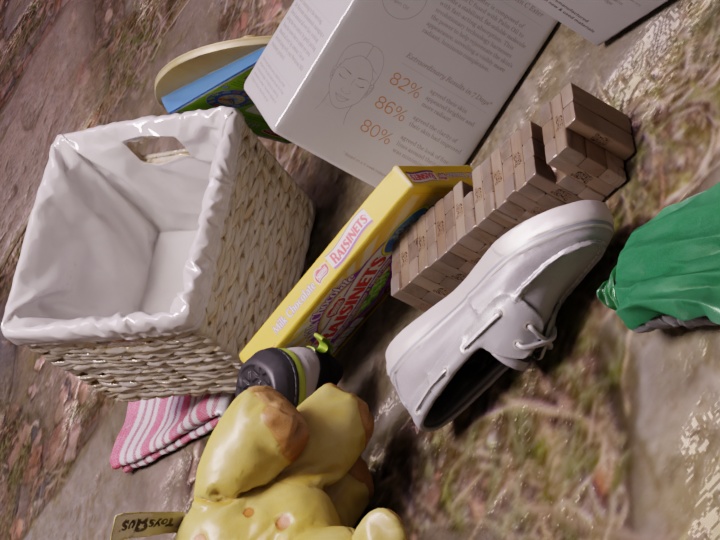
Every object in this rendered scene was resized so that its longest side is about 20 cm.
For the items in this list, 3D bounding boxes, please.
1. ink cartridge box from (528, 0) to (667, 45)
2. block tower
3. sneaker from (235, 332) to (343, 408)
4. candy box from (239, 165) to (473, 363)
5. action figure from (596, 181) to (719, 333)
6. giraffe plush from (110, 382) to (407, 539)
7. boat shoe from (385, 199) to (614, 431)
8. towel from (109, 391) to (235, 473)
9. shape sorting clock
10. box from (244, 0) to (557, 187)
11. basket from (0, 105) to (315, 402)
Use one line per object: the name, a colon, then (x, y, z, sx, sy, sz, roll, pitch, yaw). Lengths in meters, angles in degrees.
ink cartridge box: (0.202, -0.265, 1.058, 0.200, 0.084, 0.145, -30, 42, 47)
block tower: (0.096, -0.039, 1.082, 0.200, 0.058, 0.054, -44, 32, 36)
sneaker: (-0.048, 0.145, 1.174, 0.072, 0.082, 0.201, 29, 118, 44)
candy box: (0.000, 0.000, 1.179, 0.200, 0.102, 0.026, -50, 65, 27)
action figure: (0.193, -0.007, 0.881, 0.200, 0.054, 0.119, -24, 47, 61)
giraffe plush: (-0.034, 0.181, 1.029, 0.162, 0.199, 0.174, 28, 124, 40)
boat shoe: (0.092, 0.034, 1.020, 0.200, 0.072, 0.069, -39, 57, 29)
towel: (-0.163, 0.094, 1.460, 0.200, 0.030, 0.147, -30, 42, 48)
shape sorting clock: (-0.072, -0.156, 1.332, 0.200, 0.199, 0.039, -28, 63, 49)
box: (0.033, -0.172, 1.204, 0.201, 0.152, 0.106, -56, 27, 12)
basket: (-0.162, -0.005, 1.339, 0.197, 0.161, 0.201, -6, 58, 30)
